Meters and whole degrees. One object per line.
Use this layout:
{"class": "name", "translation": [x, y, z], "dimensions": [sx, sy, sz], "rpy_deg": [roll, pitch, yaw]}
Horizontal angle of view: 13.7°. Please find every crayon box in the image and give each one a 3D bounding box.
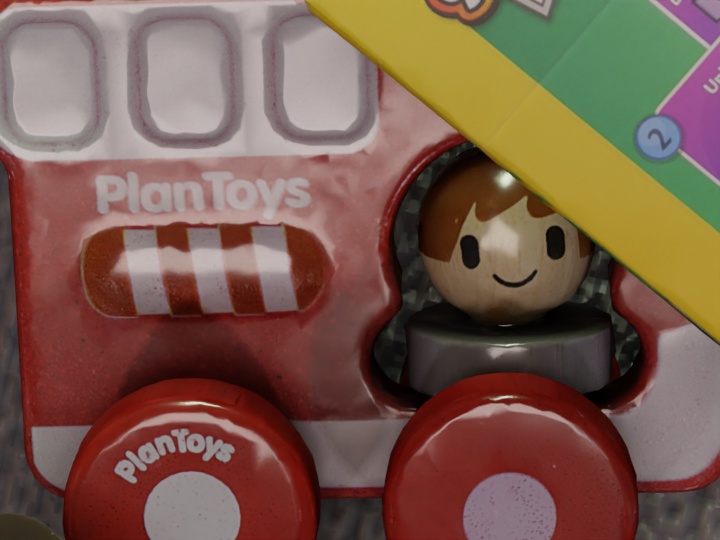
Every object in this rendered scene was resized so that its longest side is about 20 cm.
{"class": "crayon box", "translation": [0.115, -0.086, 0.678], "dimensions": [0.173, 0.058, 0.200], "rpy_deg": [40, 108, -3]}

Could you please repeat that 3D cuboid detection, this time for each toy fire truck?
{"class": "toy fire truck", "translation": [0.000, 0.000, 0.797], "dimensions": [0.200, 0.112, 0.168], "rpy_deg": [-2, 105, 4]}

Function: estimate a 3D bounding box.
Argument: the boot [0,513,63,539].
{"class": "boot", "translation": [-0.036, 0.174, 0.767], "dimensions": [0.064, 0.200, 0.186], "rpy_deg": [-26, 54, -7]}
